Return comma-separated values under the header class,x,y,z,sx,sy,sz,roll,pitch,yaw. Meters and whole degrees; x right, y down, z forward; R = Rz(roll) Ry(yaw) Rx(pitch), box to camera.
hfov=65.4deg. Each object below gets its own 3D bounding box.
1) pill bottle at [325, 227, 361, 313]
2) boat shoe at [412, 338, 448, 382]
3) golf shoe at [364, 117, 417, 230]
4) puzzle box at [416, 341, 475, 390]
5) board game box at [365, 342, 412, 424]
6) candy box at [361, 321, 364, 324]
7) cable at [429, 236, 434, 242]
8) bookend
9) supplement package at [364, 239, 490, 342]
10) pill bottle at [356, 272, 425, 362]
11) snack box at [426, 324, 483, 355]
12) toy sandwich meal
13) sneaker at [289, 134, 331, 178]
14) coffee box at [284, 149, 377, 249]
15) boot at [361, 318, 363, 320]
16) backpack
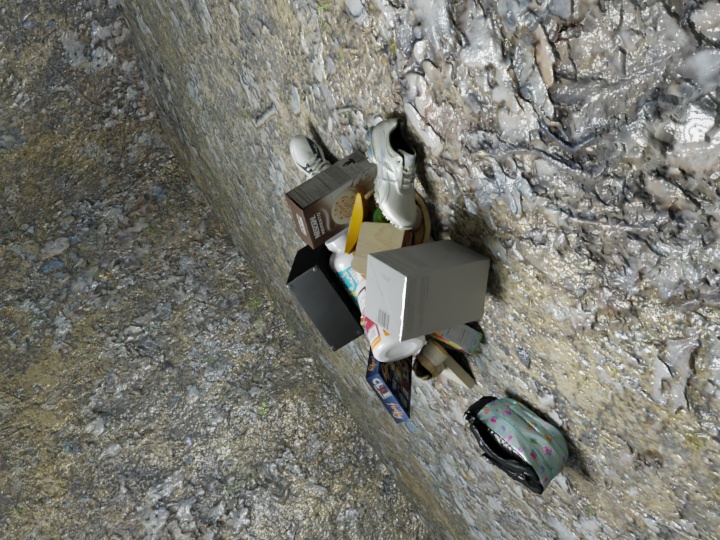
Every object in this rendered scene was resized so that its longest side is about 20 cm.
class,x,y,z,sx,sy,sz,roll,pitch,yaw
pill bottle,0.000,0.000,1.289,0.203,0.110,0.110,56,163,-16
boat shoe,0.148,0.213,1.267,0.074,0.069,0.201,42,165,19
golf shoe,0.069,-0.176,1.019,0.096,0.077,0.206,-14,95,57
puzzle box,0.186,0.219,1.400,0.133,0.026,0.199,45,169,-27
board game box,0.066,0.209,1.220,0.137,0.034,0.202,56,-158,-25
candy box,-0.007,0.041,1.528,0.057,0.114,0.204,-81,-34,-72
cable,0.112,-0.019,1.204,0.203,0.068,0.200,56,162,5
bookend,-0.076,0.047,1.347,0.201,0.091,0.201,55,-165,-20
supplement package,0.120,0.030,1.009,0.120,0.195,0.124,31,125,51
pill bottle,0.054,0.073,1.155,0.114,0.109,0.205,91,165,-60
snack box,0.158,0.124,1.242,0.140,0.054,0.199,30,170,-19
toy sandwich meal,0.045,-0.075,1.102,0.206,0.206,0.070,48,-165,24
sneaker,-0.096,-0.238,1.348,0.203,0.078,0.129,63,172,-16
coffee box,-0.054,-0.154,1.213,0.080,0.198,0.116,40,157,38
boot,0.018,0.132,1.432,0.194,0.195,0.068,9,180,25
backpack,0.326,0.356,1.161,0.199,0.126,0.168,28,158,55
